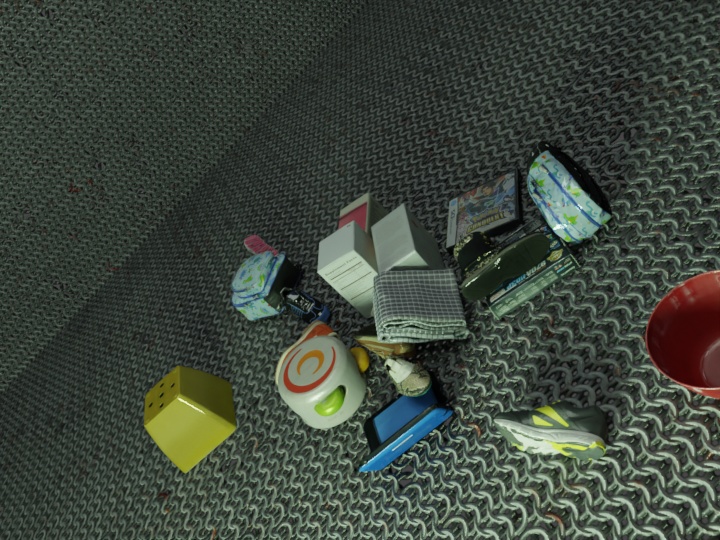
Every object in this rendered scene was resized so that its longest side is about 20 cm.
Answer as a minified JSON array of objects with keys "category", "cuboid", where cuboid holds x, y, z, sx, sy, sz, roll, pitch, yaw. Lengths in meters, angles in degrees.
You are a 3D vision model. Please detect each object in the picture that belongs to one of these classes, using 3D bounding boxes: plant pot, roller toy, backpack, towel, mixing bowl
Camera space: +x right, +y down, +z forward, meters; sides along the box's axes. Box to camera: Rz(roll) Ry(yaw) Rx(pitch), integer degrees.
[{"category":"plant pot","cuboid":[-0.476,0.383,1.820,0.200,0.176,0.201,-41,31,9]},{"category":"roller toy","cuboid":[-0.083,0.254,1.525,0.180,0.140,0.202,-6,46,32]},{"category":"backpack","cuboid":[-0.302,0.044,2.020,0.198,0.147,0.185,-21,37,39]},{"category":"backpack","cuboid":[0.426,-0.149,1.369,0.154,0.162,0.200,-51,37,8]},{"category":"towel","cuboid":[0.127,0.074,1.436,0.196,0.087,0.167,-1,37,-5]},{"category":"mixing bowl","cuboid":[0.533,0.111,0.974,0.199,0.108,0.202,-30,35,23]}]

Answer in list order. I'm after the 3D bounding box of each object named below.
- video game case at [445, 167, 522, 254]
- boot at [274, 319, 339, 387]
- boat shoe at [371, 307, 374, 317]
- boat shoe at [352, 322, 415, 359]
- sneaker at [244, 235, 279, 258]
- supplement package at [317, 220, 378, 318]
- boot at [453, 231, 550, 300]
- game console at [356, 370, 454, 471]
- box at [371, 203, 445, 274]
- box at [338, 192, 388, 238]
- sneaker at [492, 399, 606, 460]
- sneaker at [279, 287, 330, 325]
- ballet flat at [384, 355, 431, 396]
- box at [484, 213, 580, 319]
[{"category":"video game case","cuboid":[0.298,-0.145,1.623,0.198,0.025,0.182,-24,38,33]},{"category":"boot","cuboid":[-0.133,0.222,1.692,0.201,0.075,0.107,-53,37,-12]},{"category":"boat shoe","cuboid":[0.107,0.117,1.545,0.199,0.057,0.067,16,68,50]},{"category":"boat shoe","cuboid":[0.053,0.165,1.513,0.075,0.075,0.199,-27,13,-29]},{"category":"sneaker","cuboid":[-0.309,-0.035,2.196,0.073,0.088,0.200,-36,51,-17]},{"category":"supplement package","cuboid":[0.000,0.000,1.652,0.116,0.200,0.118,-30,34,24]},{"category":"boot","cuboid":[0.283,-0.044,1.395,0.203,0.073,0.155,-36,31,18]},{"category":"game console","cuboid":[0.073,0.290,1.321,0.199,0.170,0.119,-41,64,10]},{"category":"box","cuboid":[0.117,-0.031,1.592,0.106,0.152,0.201,-34,33,19]},{"category":"box","cuboid":[0.015,-0.085,1.799,0.108,0.128,0.202,-29,35,27]},{"category":"sneaker","cuboid":[0.318,0.258,1.116,0.198,0.075,0.085,3,49,41]},{"category":"sneaker","cuboid":[-0.159,0.097,1.853,0.071,0.078,0.199,-54,32,-13]},{"category":"ballet flat","cuboid":[0.084,0.209,1.373,0.068,0.075,0.200,-47,7,-7]},{"category":"box","cuboid":[0.339,-0.012,1.405,0.199,0.046,0.160,-36,33,17]}]
